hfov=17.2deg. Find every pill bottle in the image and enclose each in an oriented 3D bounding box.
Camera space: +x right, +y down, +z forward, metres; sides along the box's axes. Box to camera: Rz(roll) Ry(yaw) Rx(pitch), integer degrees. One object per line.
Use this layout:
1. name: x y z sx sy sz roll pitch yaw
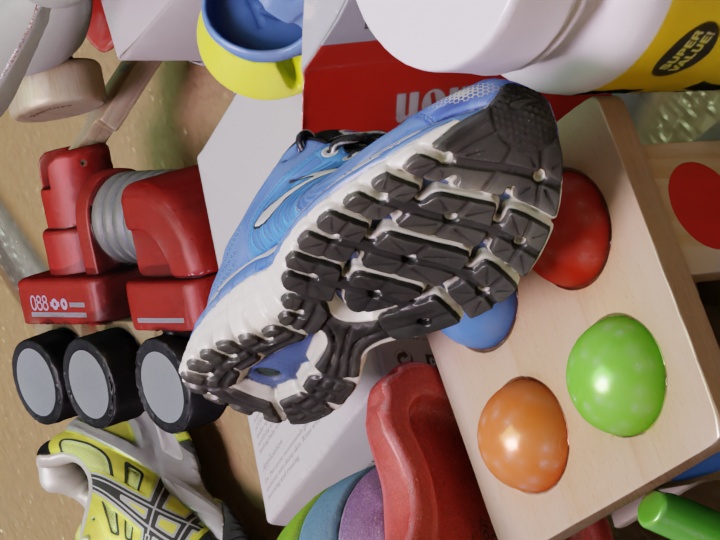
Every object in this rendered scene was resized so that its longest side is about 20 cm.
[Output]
1. pill bottle: 0.100 -0.118 0.830 0.114 0.199 0.115 8 100 52

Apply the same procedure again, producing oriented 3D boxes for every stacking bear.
1. stacking bear: -0.003 0.139 0.933 0.200 0.113 0.122 -37 44 43

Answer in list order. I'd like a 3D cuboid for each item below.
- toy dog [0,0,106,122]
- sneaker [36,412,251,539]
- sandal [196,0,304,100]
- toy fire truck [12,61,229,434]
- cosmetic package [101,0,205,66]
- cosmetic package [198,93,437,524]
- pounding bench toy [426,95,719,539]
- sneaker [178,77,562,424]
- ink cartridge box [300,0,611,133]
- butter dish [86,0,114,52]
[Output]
1. toy dog: -0.170 -0.125 1.101 0.200 0.096 0.133 98 155 -65
2. sneaker: -0.098 0.147 1.201 0.200 0.076 0.076 52 155 41
3. sandal: 0.020 -0.139 0.955 0.080 0.199 0.087 59 179 21
4. toy fire truck: -0.095 -0.036 1.175 0.175 0.128 0.202 -1 103 52
5. cosmetic package: -0.032 -0.178 1.070 0.200 0.107 0.085 -39 63 46
6. cosmetic package: 0.000 0.000 1.015 0.108 0.084 0.201 -52 38 42
7. pounding bench toy: 0.123 0.052 0.854 0.124 0.155 0.201 -38 65 47
8. sneaker: 0.000 -0.022 0.832 0.200 0.078 0.090 -35 41 49
9. ink cartridge box: 0.056 -0.108 0.909 0.047 0.159 0.202 28 120 51
10. butter dish: -0.172 -0.241 1.210 0.200 0.147 0.200 -51 56 41
